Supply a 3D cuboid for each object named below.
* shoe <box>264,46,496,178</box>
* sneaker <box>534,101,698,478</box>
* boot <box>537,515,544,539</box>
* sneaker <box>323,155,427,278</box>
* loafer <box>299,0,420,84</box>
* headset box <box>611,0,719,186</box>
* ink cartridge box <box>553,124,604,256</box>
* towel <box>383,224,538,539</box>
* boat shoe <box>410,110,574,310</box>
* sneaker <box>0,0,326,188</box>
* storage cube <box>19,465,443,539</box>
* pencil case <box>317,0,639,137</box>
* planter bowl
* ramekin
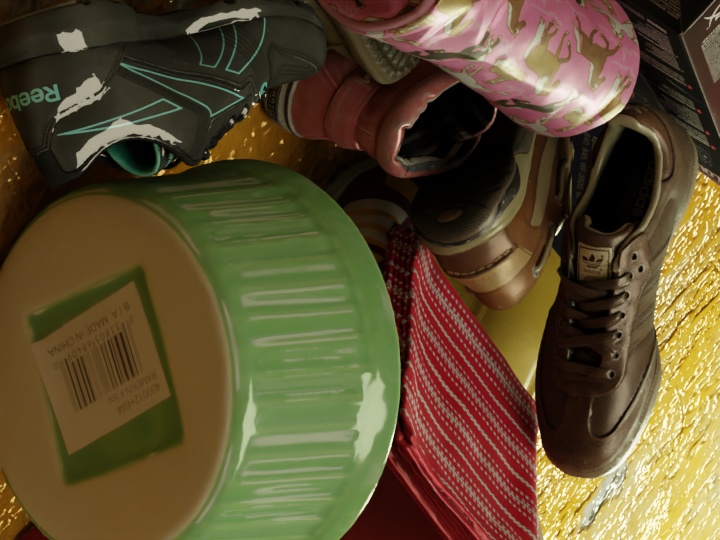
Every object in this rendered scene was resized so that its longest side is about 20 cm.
[{"bbox_3d":[0.045,-0.103,1.413,0.200,0.091,0.072,-26,135,-46],"label":"shoe"},{"bbox_3d":[0.124,0.007,1.395,0.076,0.070,0.200,28,73,-61],"label":"sneaker"},{"bbox_3d":[0.060,0.109,1.432,0.074,0.075,0.200,-32,127,-3],"label":"boot"},{"bbox_3d":[0.000,0.000,1.431,0.200,0.090,0.075,-31,139,-42],"label":"sneaker"},{"bbox_3d":[-0.025,-0.166,1.276,0.076,0.067,0.200,-52,142,-22],"label":"loafer"},{"bbox_3d":[0.164,-0.136,1.440,0.075,0.149,0.200,-46,148,-8],"label":"headset box"},{"bbox_3d":[0.145,-0.040,1.620,0.200,0.047,0.198,-55,157,-48],"label":"ink cartridge box"},{"bbox_3d":[0.053,0.077,1.333,0.145,0.022,0.200,54,20,-25],"label":"towel"},{"bbox_3d":[0.078,-0.045,1.426,0.074,0.076,0.200,61,29,-21],"label":"boat shoe"},{"bbox_3d":[-0.089,-0.083,1.219,0.200,0.075,0.079,-10,85,-47],"label":"sneaker"},{"bbox_3d":[-0.044,0.183,1.405,0.200,0.180,0.171,-40,145,-20],"label":"storage cube"},{"bbox_3d":[0.057,-0.126,1.272,0.200,0.086,0.083,22,73,-56],"label":"pencil case"},{"bbox_3d":[0.072,0.041,1.520,0.200,0.083,0.201,25,90,-83],"label":"planter bowl"},{"bbox_3d":[-0.087,0.048,1.235,0.098,0.200,0.200,-2,117,-48],"label":"ramekin"}]
